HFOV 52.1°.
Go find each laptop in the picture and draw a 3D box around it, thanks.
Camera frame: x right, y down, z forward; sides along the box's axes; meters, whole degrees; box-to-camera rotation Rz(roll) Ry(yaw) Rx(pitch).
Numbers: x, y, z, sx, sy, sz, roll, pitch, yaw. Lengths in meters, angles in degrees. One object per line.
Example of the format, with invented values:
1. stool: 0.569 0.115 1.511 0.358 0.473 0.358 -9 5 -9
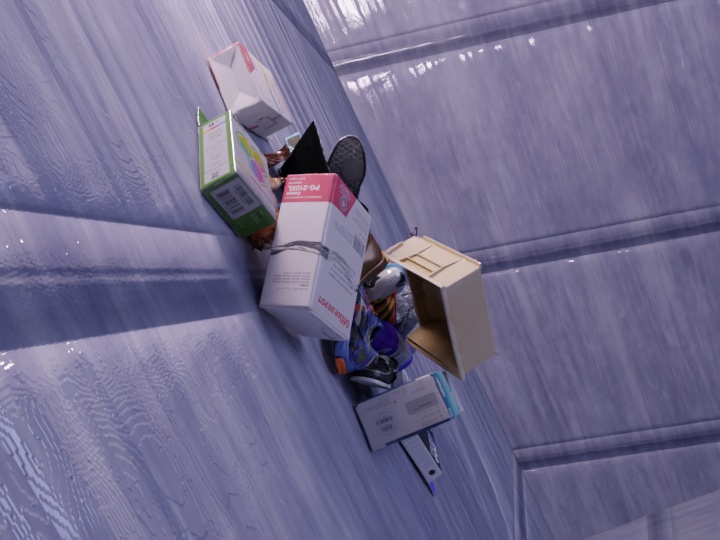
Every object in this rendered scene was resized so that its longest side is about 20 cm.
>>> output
1. laptop: -0.075 -0.129 1.364 0.200 0.115 0.188 50 19 -55

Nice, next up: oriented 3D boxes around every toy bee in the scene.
1. toy bee: 0.039 0.009 1.469 0.131 0.108 0.201 87 18 -49

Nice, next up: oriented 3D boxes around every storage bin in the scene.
1. storage bin: 0.141 0.060 1.336 0.198 0.093 0.201 31 -36 53

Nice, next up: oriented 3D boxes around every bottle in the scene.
1. bottle: 0.036 0.137 1.407 0.200 0.083 0.066 51 18 -57

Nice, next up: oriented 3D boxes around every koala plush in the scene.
1. koala plush: 0.116 0.069 1.605 0.184 0.199 0.178 57 13 -59

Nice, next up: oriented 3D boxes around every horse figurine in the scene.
1. horse figurine: -0.133 -0.104 1.126 0.132 0.050 0.201 6 59 -38

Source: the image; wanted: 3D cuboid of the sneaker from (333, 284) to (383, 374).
1. sneaker: 0.000 0.083 1.231 0.075 0.078 0.201 88 5 -59

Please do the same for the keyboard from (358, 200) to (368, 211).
1. keyboard: -0.028 -0.078 1.263 0.200 0.039 0.105 22 64 -70

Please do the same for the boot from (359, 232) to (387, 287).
1. boot: -0.036 0.008 1.173 0.200 0.073 0.076 -46 124 -38

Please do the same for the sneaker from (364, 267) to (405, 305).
1. sneaker: 0.000 0.000 1.348 0.130 0.079 0.199 64 -25 7

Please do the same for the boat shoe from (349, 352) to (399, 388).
1. boat shoe: 0.027 0.172 1.285 0.200 0.075 0.061 59 45 -81

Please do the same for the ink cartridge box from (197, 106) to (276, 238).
1. ink cartridge box: -0.179 -0.154 1.052 0.104 0.059 0.201 54 15 -44

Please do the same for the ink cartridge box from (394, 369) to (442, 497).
1. ink cartridge box: 0.119 0.326 1.515 0.198 0.043 0.201 -97 161 -60

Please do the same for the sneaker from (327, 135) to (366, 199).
1. sneaker: -0.035 -0.165 1.393 0.146 0.076 0.203 -103 -162 -69

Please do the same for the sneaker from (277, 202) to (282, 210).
1. sneaker: -0.082 -0.023 1.212 0.200 0.077 0.085 59 16 -30

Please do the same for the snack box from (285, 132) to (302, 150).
1. snack box: -0.097 -0.192 1.612 0.201 0.037 0.116 68 11 13

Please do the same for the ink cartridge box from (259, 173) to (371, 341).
1. ink cartridge box: -0.060 -0.016 1.055 0.145 0.084 0.201 46 50 -59

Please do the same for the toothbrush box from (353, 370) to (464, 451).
1. toothbrush box: 0.090 0.238 1.280 0.200 0.146 0.086 24 43 -76

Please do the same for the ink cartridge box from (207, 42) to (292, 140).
1. ink cartridge box: -0.190 -0.318 1.340 0.117 0.067 0.200 67 11 8
